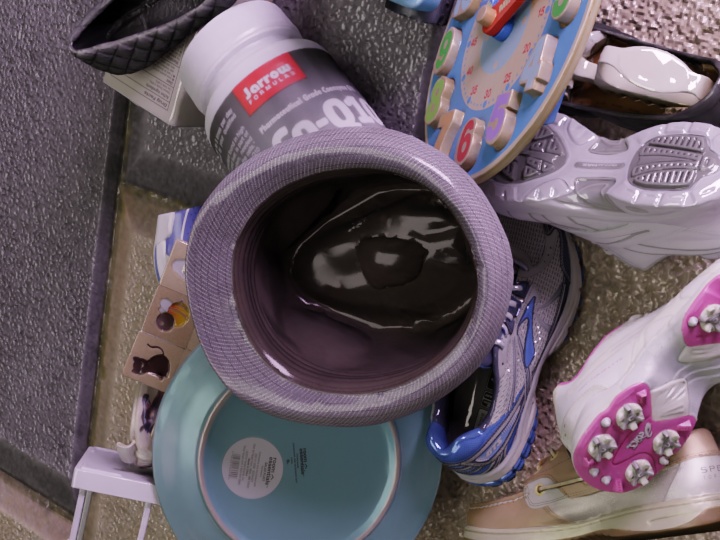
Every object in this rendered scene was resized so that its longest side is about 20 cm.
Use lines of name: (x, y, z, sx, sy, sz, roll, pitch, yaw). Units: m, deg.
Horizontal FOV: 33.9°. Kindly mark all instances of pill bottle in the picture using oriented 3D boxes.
pill bottle: (-0.044, -0.095, 0.868, 0.114, 0.113, 0.201, -48, 67, 30)

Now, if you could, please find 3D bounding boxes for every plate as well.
plate: (-0.041, 0.125, 0.787, 0.197, 0.026, 0.203, -1, 96, -5)

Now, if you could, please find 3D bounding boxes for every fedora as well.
fedora: (0.000, 0.000, 0.732, 0.198, 0.090, 0.179, -17, 95, 18)

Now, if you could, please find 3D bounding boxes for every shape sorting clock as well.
shape sorting clock: (0.089, -0.149, 0.727, 0.201, 0.039, 0.201, -53, 24, 35)

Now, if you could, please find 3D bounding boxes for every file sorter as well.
file sorter: (-0.119, 0.216, 0.866, 0.197, 0.139, 0.126, 13, 85, -8)

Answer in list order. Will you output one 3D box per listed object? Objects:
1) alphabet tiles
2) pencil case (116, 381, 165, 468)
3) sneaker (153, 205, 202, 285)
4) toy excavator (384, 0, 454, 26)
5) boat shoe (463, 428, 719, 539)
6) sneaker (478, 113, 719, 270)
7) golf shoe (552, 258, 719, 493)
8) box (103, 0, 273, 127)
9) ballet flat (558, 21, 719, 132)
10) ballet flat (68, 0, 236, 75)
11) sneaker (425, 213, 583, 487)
alphabet tiles: (-0.051, 0.062, 0.800, 0.198, 0.006, 0.168, 22, 98, -6)
pencil case: (-0.070, 0.118, 0.848, 0.197, 0.090, 0.078, 10, 127, -4)
sneaker: (-0.092, 0.044, 0.950, 0.114, 0.080, 0.202, -1, 101, 34)
toy excavator: (0.010, -0.217, 0.760, 0.193, 0.199, 0.101, 31, 113, 31)
boat shoe: (0.152, 0.146, 0.778, 0.198, 0.074, 0.067, -17, 69, 38)
sneaker: (0.149, -0.039, 0.742, 0.199, 0.100, 0.078, 14, 61, 41)
golf shoe: (0.193, 0.040, 0.716, 0.200, 0.075, 0.092, -43, 23, 5)
box: (-0.126, -0.223, 0.939, 0.095, 0.077, 0.202, 33, 114, 29)
ballet flat: (0.150, -0.129, 0.742, 0.198, 0.068, 0.069, 19, 82, 33)
ballet flat: (-0.138, -0.206, 0.866, 0.199, 0.057, 0.067, -36, 77, 32)
sneaker: (0.090, 0.040, 0.780, 0.076, 0.085, 0.203, 6, 80, 36)
